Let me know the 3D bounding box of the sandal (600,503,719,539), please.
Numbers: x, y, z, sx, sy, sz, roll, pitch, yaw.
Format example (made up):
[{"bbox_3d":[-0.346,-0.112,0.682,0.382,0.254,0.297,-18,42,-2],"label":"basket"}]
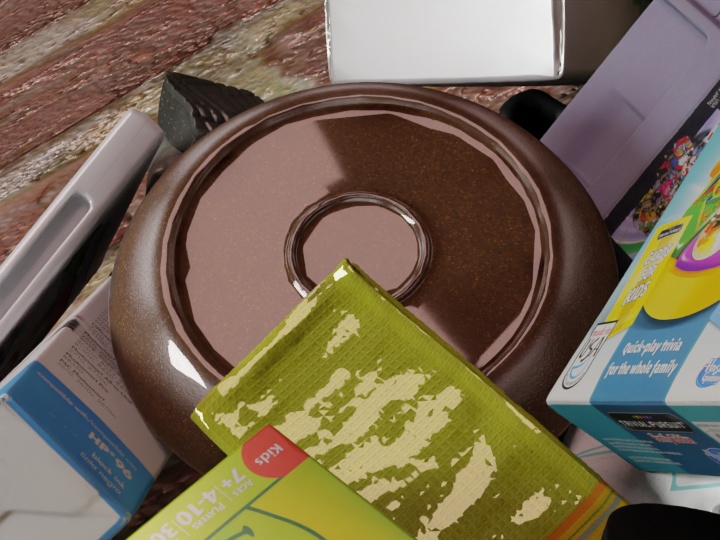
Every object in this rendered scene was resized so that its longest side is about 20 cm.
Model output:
[{"bbox_3d":[0.156,0.111,0.645,0.075,0.045,0.200,-16,32,-36],"label":"sandal"}]

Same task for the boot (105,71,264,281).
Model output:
[{"bbox_3d":[-0.069,0.000,0.967,0.068,0.131,0.200,13,18,-18],"label":"boot"}]

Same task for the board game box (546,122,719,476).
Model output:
[{"bbox_3d":[0.153,-0.028,0.694,0.200,0.047,0.151,-57,11,-11],"label":"board game box"}]

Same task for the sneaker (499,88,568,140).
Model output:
[{"bbox_3d":[0.125,-0.040,0.956,0.071,0.083,0.200,-32,28,-25],"label":"sneaker"}]

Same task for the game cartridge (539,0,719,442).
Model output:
[{"bbox_3d":[0.120,-0.036,0.883,0.200,0.038,0.130,-51,34,12],"label":"game cartridge"}]

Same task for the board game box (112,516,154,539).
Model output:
[{"bbox_3d":[-0.044,0.147,0.806,0.134,0.034,0.200,-26,27,-2],"label":"board game box"}]

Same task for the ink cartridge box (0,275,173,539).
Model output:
[{"bbox_3d":[-0.128,0.076,0.860,0.116,0.068,0.200,-43,6,17],"label":"ink cartridge box"}]

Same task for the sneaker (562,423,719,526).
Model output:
[{"bbox_3d":[0.145,0.080,0.752,0.200,0.070,0.080,-1,41,50],"label":"sneaker"}]

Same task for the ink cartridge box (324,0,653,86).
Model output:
[{"bbox_3d":[0.099,-0.133,1.052,0.145,0.084,0.200,3,6,42],"label":"ink cartridge box"}]

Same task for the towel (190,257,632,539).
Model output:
[{"bbox_3d":[0.036,0.084,0.741,0.086,0.018,0.200,-43,66,-12],"label":"towel"}]

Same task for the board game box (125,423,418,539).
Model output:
[{"bbox_3d":[0.006,0.143,0.665,0.200,0.048,0.102,35,59,29],"label":"board game box"}]

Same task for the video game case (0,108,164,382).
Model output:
[{"bbox_3d":[-0.164,0.030,0.973,0.182,0.024,0.200,-54,3,-22],"label":"video game case"}]

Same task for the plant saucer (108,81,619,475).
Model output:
[{"bbox_3d":[0.000,0.000,0.826,0.200,0.032,0.200,-2,58,3],"label":"plant saucer"}]
